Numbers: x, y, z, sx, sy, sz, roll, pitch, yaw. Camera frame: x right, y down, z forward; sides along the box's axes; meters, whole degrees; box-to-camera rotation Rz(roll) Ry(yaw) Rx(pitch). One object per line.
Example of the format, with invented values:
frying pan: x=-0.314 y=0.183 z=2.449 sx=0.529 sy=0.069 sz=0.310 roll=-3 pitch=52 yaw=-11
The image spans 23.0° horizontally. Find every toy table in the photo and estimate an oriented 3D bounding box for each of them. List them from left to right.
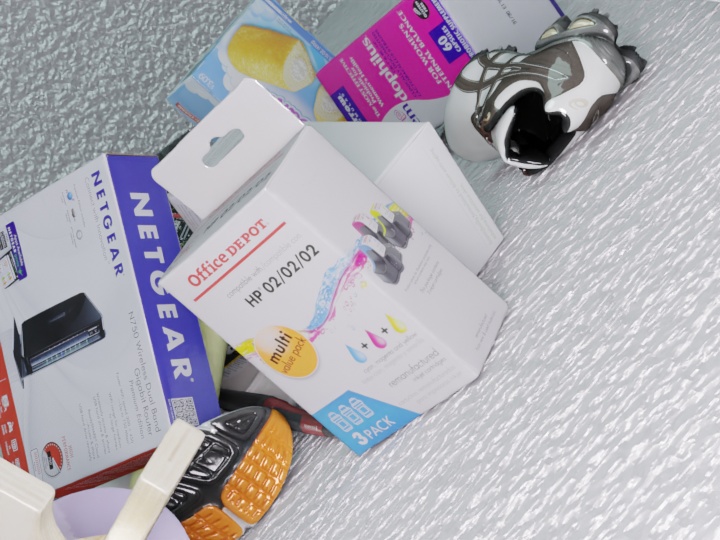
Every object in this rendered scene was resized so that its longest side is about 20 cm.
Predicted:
toy table: x=-0.146 y=0.174 z=0.965 sx=0.200 sy=0.184 sz=0.117 roll=-77 pitch=12 yaw=-44

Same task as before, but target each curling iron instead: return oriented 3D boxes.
curling iron: x=-0.052 y=0.087 z=1.184 sx=0.200 sy=0.026 sz=0.050 roll=-10 pitch=52 yaw=61

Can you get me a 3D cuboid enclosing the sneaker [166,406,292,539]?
sneaker: x=-0.122 y=0.160 z=1.154 sx=0.200 sy=0.076 sz=0.092 roll=-46 pitch=7 yaw=5

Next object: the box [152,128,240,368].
box: x=-0.155 y=0.013 z=1.325 sx=0.200 sy=0.160 sz=0.049 roll=-39 pitch=-24 yaw=-10

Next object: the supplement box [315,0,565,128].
supplement box: x=0.066 y=-0.179 z=1.467 sx=0.103 sy=0.101 sz=0.200 roll=-37 pitch=3 yaw=-31

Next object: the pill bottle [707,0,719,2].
pill bottle: x=0.234 y=-0.250 z=1.074 sx=0.114 sy=0.114 sz=0.200 roll=-40 pitch=14 yaw=38

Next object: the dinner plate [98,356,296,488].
dinner plate: x=-0.120 y=0.101 z=1.321 sx=0.200 sy=0.024 sz=0.200 roll=-27 pitch=23 yaw=13

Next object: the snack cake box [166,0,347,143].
snack cake box: x=-0.055 y=-0.131 z=1.556 sx=0.115 sy=0.200 sz=0.067 roll=-54 pitch=13 yaw=-28

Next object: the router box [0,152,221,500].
router box: x=-0.190 y=0.043 z=1.215 sx=0.179 sy=0.200 sz=0.049 roll=-26 pitch=-16 yaw=39

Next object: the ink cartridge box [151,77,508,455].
ink cartridge box: x=-0.030 y=0.000 z=1.003 sx=0.115 sy=0.200 sz=0.068 roll=-39 pitch=14 yaw=41

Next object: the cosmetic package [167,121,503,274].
cosmetic package: x=-0.020 y=-0.034 z=1.162 sx=0.200 sy=0.108 sz=0.085 roll=6 pitch=49 yaw=47

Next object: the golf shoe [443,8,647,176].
golf shoe: x=0.101 y=-0.105 z=1.190 sx=0.095 sy=0.078 sz=0.200 roll=-55 pitch=11 yaw=-29

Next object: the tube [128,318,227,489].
tube: x=-0.125 y=0.094 z=1.233 sx=0.058 sy=0.052 sz=0.200 roll=130 pitch=150 yaw=-80
